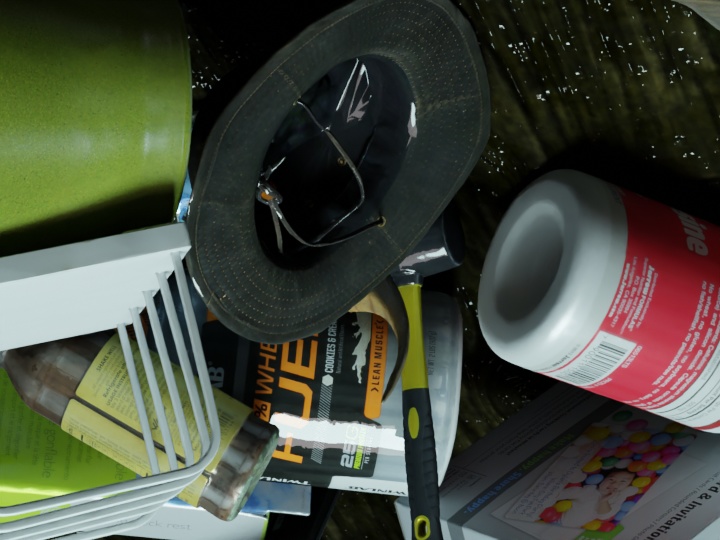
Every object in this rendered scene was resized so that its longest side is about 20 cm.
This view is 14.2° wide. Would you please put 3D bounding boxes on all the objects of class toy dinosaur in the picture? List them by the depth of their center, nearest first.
[{"bbox_3d":[0.000,0.000,1.576,0.060,0.106,0.200,21,-176,-36],"label":"toy dinosaur"}]

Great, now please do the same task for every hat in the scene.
[{"bbox_3d":[-0.030,-0.067,1.475,0.081,0.201,0.201,34,171,40],"label":"hat"}]

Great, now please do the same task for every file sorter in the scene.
[{"bbox_3d":[-0.156,0.067,1.451,0.138,0.125,0.200,-12,171,-15],"label":"file sorter"}]

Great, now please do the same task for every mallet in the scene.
[{"bbox_3d":[0.021,0.060,1.608,0.066,0.201,0.041,-3,165,23],"label":"mallet"}]

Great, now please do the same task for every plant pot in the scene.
[{"bbox_3d":[-0.188,-0.081,1.417,0.192,0.201,0.200,0,150,-17],"label":"plant pot"}]

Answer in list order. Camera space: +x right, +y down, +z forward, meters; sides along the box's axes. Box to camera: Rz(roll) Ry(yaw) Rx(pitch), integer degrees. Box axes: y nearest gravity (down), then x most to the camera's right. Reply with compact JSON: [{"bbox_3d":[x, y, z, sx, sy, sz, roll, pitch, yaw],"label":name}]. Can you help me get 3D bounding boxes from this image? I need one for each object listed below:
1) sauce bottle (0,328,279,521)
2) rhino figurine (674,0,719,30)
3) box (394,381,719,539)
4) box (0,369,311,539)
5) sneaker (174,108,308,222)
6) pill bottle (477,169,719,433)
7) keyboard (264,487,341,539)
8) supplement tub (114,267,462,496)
[{"bbox_3d":[-0.142,0.064,1.595,0.200,0.065,0.065,31,147,5],"label":"sauce bottle"},{"bbox_3d":[0.213,-0.129,1.404,0.087,0.060,0.200,-7,152,42],"label":"rhino figurine"},{"bbox_3d":[0.142,0.134,1.683,0.200,0.156,0.041,17,131,48],"label":"box"},{"bbox_3d":[-0.129,0.099,1.750,0.199,0.122,0.048,6,144,-5],"label":"box"},{"bbox_3d":[-0.108,-0.026,1.573,0.200,0.090,0.078,-11,145,23],"label":"sneaker"},{"bbox_3d":[0.175,0.025,1.611,0.200,0.112,0.112,20,145,-26],"label":"pill bottle"},{"bbox_3d":[-0.061,0.160,1.780,0.127,0.200,0.021,-22,117,33],"label":"keyboard"},{"bbox_3d":[-0.046,0.063,1.683,0.199,0.123,0.123,6,149,-5],"label":"supplement tub"}]
